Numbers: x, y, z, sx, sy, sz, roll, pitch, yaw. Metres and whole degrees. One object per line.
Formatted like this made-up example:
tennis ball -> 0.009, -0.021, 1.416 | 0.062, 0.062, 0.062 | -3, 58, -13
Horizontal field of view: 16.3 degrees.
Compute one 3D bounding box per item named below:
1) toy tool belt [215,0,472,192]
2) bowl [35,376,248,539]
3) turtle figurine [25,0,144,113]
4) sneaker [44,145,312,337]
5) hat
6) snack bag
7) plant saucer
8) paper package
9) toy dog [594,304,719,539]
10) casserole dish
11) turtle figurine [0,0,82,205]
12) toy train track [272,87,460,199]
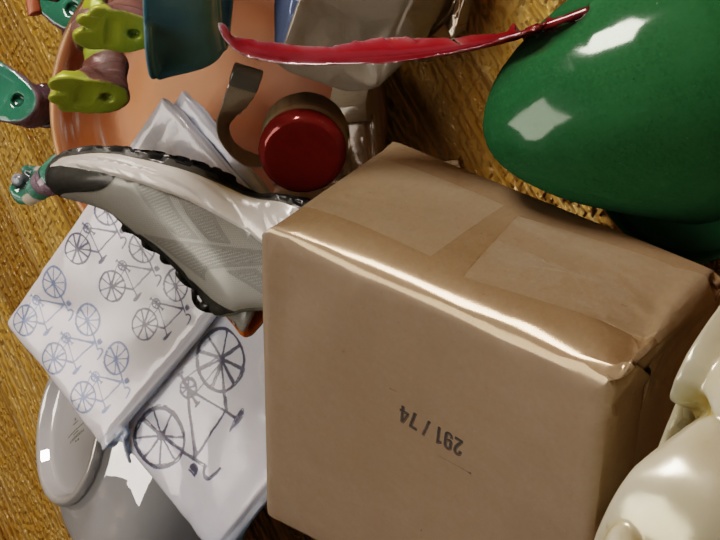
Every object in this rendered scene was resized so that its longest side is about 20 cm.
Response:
toy tool belt -> -0.005, -0.152, 1.307 | 0.123, 0.124, 0.201 | -89, 16, -61
bowl -> -0.140, 0.101, 1.536 | 0.201, 0.090, 0.203 | -24, 61, 55
turtle figurine -> -0.139, -0.163, 1.346 | 0.200, 0.064, 0.162 | -42, 39, 40
sneaker -> -0.080, -0.015, 1.307 | 0.199, 0.074, 0.080 | 21, 96, 18
hat -> 0.075, -0.072, 1.133 | 0.200, 0.175, 0.167 | -24, 78, 56
snack bag -> -0.091, 0.036, 1.381 | 0.200, 0.021, 0.189 | 49, 119, 17
plant saucer -> -0.077, -0.089, 1.406 | 0.199, 0.037, 0.202 | 3, 102, 16
paper package -> 0.059, 0.064, 1.194 | 0.199, 0.103, 0.192 | 24, 130, 29
toy dog -> 0.204, 0.115, 1.002 | 0.199, 0.194, 0.140 | 26, 110, 13
casserole dish -> -0.081, -0.190, 1.264 | 0.121, 0.039, 0.201 | 90, -177, -67
turtle figurine -> -0.164, -0.112, 1.525 | 0.100, 0.200, 0.151 | 12, 82, 15
toy train track -> 0.000, 0.000, 1.343 | 0.114, 0.032, 0.202 | -5, 89, 28
